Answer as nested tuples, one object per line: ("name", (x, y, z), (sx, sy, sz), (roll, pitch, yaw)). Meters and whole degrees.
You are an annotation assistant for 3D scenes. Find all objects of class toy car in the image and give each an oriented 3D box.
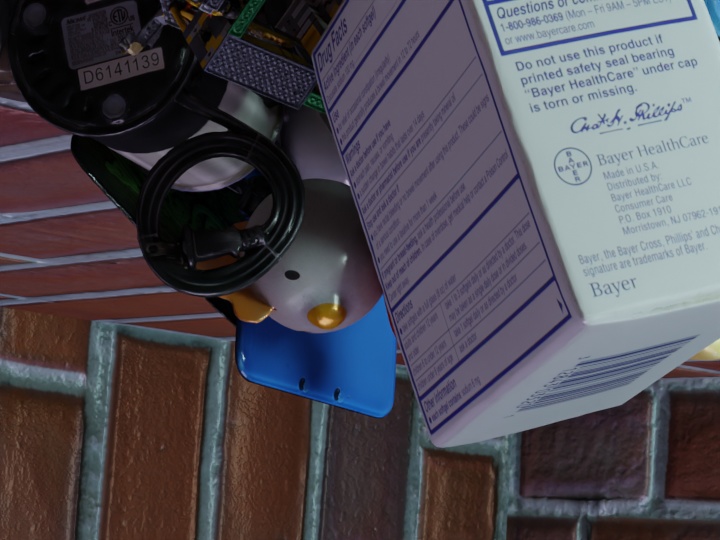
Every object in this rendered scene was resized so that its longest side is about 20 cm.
("toy car", (0.000, 0.000, 1.348), (0.199, 0.177, 0.185), (-13, 138, 1))

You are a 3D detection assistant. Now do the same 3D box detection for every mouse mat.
("mouse mat", (-0.118, -0.049, 1.476), (0.008, 0.161, 0.200), (-33, 116, 21))

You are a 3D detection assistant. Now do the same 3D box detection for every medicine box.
("medicine box", (0.073, -0.051, 0.927), (0.102, 0.201, 0.182), (-12, 165, -21))

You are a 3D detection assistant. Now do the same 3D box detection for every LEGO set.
("LEGO set", (-0.011, -0.145, 1.072), (0.199, 0.154, 0.116), (12, -150, -34))

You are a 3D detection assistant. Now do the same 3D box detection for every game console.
("game console", (-0.060, -0.002, 1.505), (0.170, 0.119, 0.200), (33, -175, 32))

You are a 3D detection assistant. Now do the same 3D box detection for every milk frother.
("milk frother", (-0.100, -0.077, 1.321), (0.179, 0.201, 0.188), (4, 173, 15))

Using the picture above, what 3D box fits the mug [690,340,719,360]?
("mug", (0.234, -0.052, 1.506), (0.153, 0.187, 0.150), (8, 136, 55))

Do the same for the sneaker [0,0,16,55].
("sneaker", (-0.242, -0.166, 1.227), (0.086, 0.081, 0.200), (15, 166, -2))

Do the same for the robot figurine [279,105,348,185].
("robot figurine", (0.025, -0.091, 1.484), (0.169, 0.114, 0.199), (-22, 157, 38))

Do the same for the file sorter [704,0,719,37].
("file sorter", (0.209, -0.120, 0.932), (0.138, 0.123, 0.200), (1, 154, 7))

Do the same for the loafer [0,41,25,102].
("loafer", (-0.249, -0.149, 1.401), (0.071, 0.073, 0.199), (-9, 175, 44))

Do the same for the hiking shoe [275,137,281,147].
("hiking shoe", (-0.050, -0.093, 1.659), (0.199, 0.075, 0.087), (20, -158, -6))
